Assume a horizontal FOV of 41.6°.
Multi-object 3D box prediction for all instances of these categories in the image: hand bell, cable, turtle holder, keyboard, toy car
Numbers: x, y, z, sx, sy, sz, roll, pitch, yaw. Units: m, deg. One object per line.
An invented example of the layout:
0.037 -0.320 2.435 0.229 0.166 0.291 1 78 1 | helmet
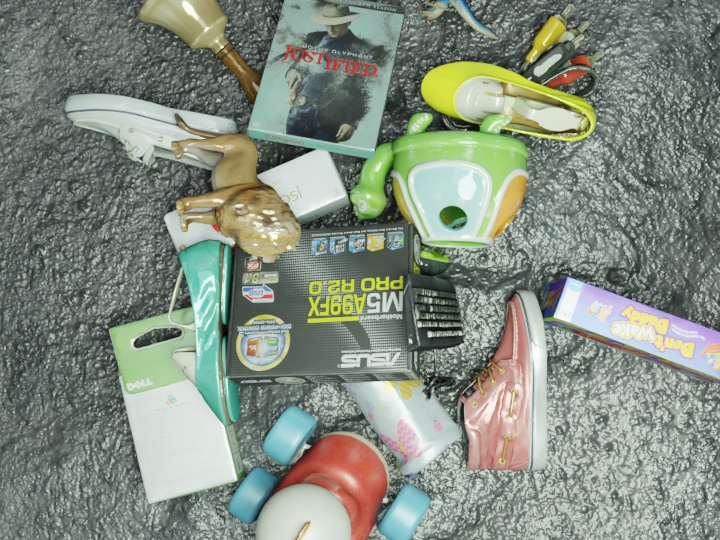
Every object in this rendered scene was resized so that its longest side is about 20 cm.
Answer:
-0.150 -0.248 1.095 0.104 0.104 0.200 -42 98 0 | hand bell
0.191 -0.210 1.095 0.200 0.050 0.097 -35 102 12 | cable
0.088 -0.094 1.028 0.185 0.141 0.132 3 86 -10 | turtle holder
0.082 0.069 0.993 0.021 0.200 0.127 -5 86 19 | keyboard
-0.058 0.270 0.968 0.184 0.200 0.177 34 111 9 | toy car

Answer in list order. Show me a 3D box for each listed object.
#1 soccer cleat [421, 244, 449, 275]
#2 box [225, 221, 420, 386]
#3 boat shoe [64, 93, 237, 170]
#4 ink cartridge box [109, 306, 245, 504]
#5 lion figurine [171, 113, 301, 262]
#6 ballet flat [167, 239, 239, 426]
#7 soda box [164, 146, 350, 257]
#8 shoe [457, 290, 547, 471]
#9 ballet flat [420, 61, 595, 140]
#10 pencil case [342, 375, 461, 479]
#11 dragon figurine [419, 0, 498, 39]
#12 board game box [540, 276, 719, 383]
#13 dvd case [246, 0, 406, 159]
0.000 0.000 1.074 0.199 0.068 0.081 4 101 6 | soccer cleat
-0.037 0.036 0.992 0.199 0.044 0.161 -3 70 16 | box
-0.244 -0.155 1.085 0.199 0.074 0.067 8 84 3 | boat shoe
-0.206 0.150 1.071 0.104 0.059 0.201 -15 85 1 | ink cartridge box
-0.135 -0.097 1.009 0.122 0.073 0.200 -8 60 -8 | lion figurine
-0.170 0.068 1.020 0.070 0.067 0.201 -4 86 2 | ballet flat
-0.116 -0.069 1.076 0.200 0.068 0.064 -24 85 1 | soda box
0.154 0.123 1.047 0.091 0.071 0.201 -2 91 -3 | shoe
0.166 -0.183 1.043 0.199 0.067 0.067 13 112 -5 | ballet flat
0.026 0.128 1.048 0.083 0.091 0.200 -33 87 -29 | pencil case
0.087 -0.348 1.088 0.200 0.059 0.100 28 88 6 | dragon figurine
0.297 0.065 1.013 0.200 0.134 0.045 20 87 5 | board game box
-0.036 -0.226 1.073 0.146 0.022 0.200 11 65 4 | dvd case
